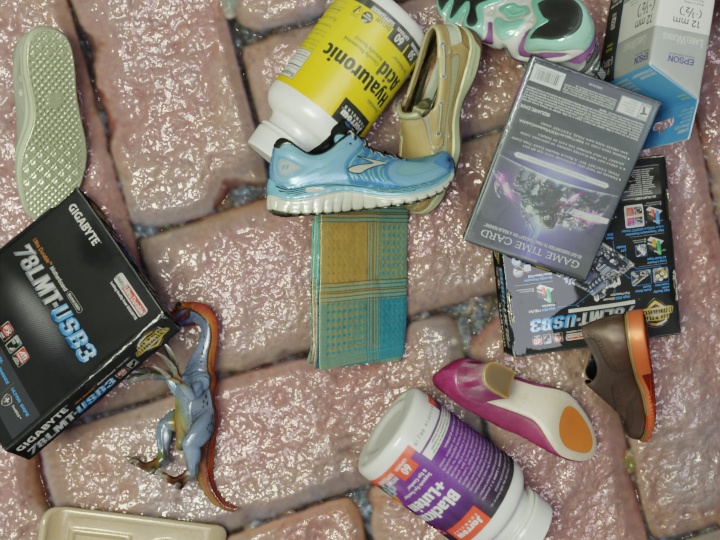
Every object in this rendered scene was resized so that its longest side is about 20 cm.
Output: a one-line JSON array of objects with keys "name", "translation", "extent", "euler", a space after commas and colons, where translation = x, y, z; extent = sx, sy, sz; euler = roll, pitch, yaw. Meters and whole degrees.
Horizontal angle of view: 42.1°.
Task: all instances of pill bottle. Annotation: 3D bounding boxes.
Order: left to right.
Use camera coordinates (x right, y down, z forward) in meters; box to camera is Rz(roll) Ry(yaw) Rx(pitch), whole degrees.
[{"name": "pill bottle", "translation": [-0.028, -0.190, 0.983], "extent": [0.111, 0.111, 0.201], "euler": [36, 88, -7]}, {"name": "pill bottle", "translation": [0.105, 0.228, 1.012], "extent": [0.199, 0.111, 0.112], "euler": [37, 87, -6]}]

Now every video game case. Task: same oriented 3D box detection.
[{"name": "video game case", "translation": [0.206, -0.102, 0.971], "extent": [0.141, 0.019, 0.202], "euler": [18, 108, -5]}]

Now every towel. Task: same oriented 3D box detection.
[{"name": "towel", "translation": [0.000, 0.000, 1.000], "extent": [0.146, 0.022, 0.203], "euler": [1, 90, -47]}]

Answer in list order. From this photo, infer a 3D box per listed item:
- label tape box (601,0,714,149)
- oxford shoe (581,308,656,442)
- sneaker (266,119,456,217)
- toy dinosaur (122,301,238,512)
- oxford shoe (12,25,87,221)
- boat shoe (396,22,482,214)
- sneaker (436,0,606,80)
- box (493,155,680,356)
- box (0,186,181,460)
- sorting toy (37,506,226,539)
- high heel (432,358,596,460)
[{"name": "label tape box", "translation": [0.312, -0.238, 1.005], "extent": [0.065, 0.143, 0.203], "euler": [11, 91, -7]}, {"name": "oxford shoe", "translation": [0.284, 0.118, 1.027], "extent": [0.072, 0.072, 0.201], "euler": [-6, 131, 17]}, {"name": "sneaker", "translation": [0.004, -0.104, 0.917], "extent": [0.197, 0.078, 0.091], "euler": [-7, 95, -22]}, {"name": "toy dinosaur", "translation": [-0.186, 0.135, 1.012], "extent": [0.200, 0.104, 0.183], "euler": [42, 69, -44]}, {"name": "oxford shoe", "translation": [-0.329, -0.152, 0.979], "extent": [0.074, 0.057, 0.203], "euler": [-8, 108, -37]}, {"name": "boat shoe", "translation": [0.065, -0.158, 0.981], "extent": [0.076, 0.071, 0.203], "euler": [-4, 110, -47]}, {"name": "sneaker", "translation": [0.177, -0.245, 1.019], "extent": [0.078, 0.199, 0.140], "euler": [-53, 141, -3]}, {"name": "box", "translation": [0.248, -0.017, 1.045], "extent": [0.197, 0.050, 0.202], "euler": [-8, 95, -5]}, {"name": "box", "translation": [-0.308, 0.048, 0.940], "extent": [0.198, 0.050, 0.200], "euler": [-40, 62, -2]}, {"name": "sorting toy", "translation": [-0.255, 0.356, 1.015], "extent": [0.197, 0.036, 0.188], "euler": [9, 91, -12]}, {"name": "high heel", "translation": [0.175, 0.160, 1.055], "extent": [0.199, 0.096, 0.068], "euler": [29, 67, -27]}]
